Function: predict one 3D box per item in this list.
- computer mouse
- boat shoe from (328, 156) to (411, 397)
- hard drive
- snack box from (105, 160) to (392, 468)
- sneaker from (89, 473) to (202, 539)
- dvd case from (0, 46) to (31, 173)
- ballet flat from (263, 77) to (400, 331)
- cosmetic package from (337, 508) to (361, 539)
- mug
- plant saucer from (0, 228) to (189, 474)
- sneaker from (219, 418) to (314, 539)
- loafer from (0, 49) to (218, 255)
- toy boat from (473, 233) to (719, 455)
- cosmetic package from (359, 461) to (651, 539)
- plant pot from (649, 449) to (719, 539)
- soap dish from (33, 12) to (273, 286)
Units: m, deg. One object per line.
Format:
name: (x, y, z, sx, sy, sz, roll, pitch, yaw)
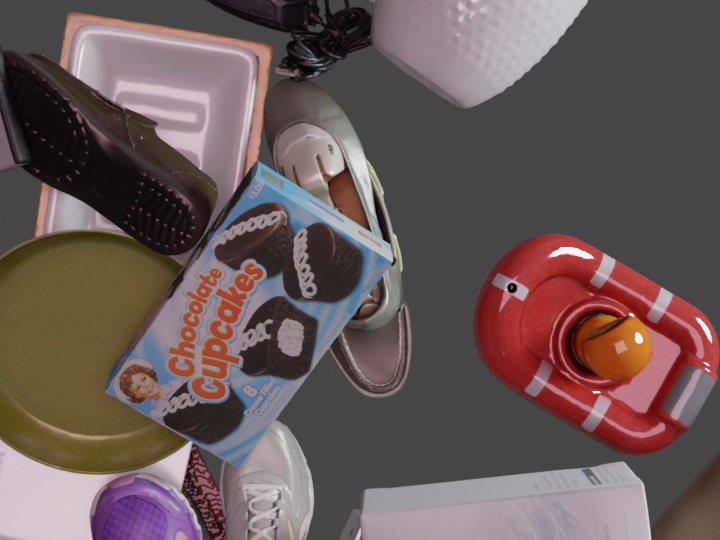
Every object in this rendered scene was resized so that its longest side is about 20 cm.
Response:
computer mouse: (-0.089, -0.217, 1.285, 0.200, 0.138, 0.053, 42, 122, 2)
boat shoe: (-0.003, 0.001, 1.304, 0.072, 0.060, 0.202, -12, 90, -5)
hard drive: (-0.236, 0.152, 1.297, 0.200, 0.026, 0.132, 13, 88, -5)
snack box: (-0.081, 0.034, 1.202, 0.116, 0.037, 0.200, 31, 109, -14)
sneaker: (-0.148, 0.249, 1.251, 0.080, 0.088, 0.200, -12, 106, -4)
dvd case: (-0.331, -0.122, 1.237, 0.200, 0.018, 0.143, -16, 90, 36)
ballet flat: (-0.022, -0.050, 1.242, 0.067, 0.064, 0.200, -21, 89, 12)
cosmetic package: (0.063, 0.275, 1.299, 0.200, 0.071, 0.102, 28, 88, -4)
mug: (0.072, -0.233, 1.276, 0.200, 0.148, 0.175, 34, 92, 1)
plant saucer: (-0.196, 0.057, 1.245, 0.200, 0.031, 0.200, 0, 113, -1)
sneaker: (-0.071, 0.209, 1.275, 0.076, 0.092, 0.200, 0, 83, -4)
loafer: (-0.185, -0.086, 1.213, 0.200, 0.071, 0.073, 40, 120, 6)
toy boat: (0.184, 0.055, 1.284, 0.200, 0.131, 0.131, 30, 86, -4)
cosmetic package: (0.107, 0.251, 1.199, 0.200, 0.123, 0.200, -7, 90, 3)
plant pot: (0.306, 0.220, 1.279, 0.173, 0.200, 0.200, -37, 92, 12)
soap dish: (-0.157, -0.083, 1.282, 0.157, 0.081, 0.200, 8, 88, -5)
